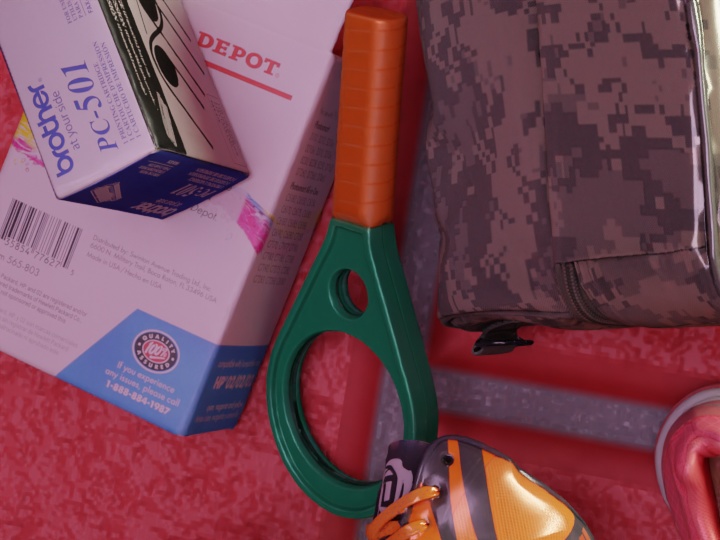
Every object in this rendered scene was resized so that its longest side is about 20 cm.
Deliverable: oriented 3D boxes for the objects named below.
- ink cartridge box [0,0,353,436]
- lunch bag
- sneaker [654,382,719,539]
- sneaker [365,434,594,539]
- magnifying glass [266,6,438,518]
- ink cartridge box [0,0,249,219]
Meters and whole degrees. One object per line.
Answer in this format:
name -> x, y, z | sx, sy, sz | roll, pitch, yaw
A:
ink cartridge box -> -0.072, -0.049, 0.790 | 0.115, 0.068, 0.201 | 24, 94, 15
lunch bag -> 0.091, -0.074, 0.714 | 0.167, 0.139, 0.201 | -7, 87, 42
sneaker -> 0.162, 0.137, 0.714 | 0.074, 0.087, 0.201 | -32, 81, 12
sneaker -> -0.007, 0.115, 0.682 | 0.199, 0.078, 0.113 | 4, 72, -18
magnifying glass -> 0.000, 0.000, 0.759 | 0.079, 0.022, 0.201 | 19, 115, 38
ink cartridge box -> -0.109, -0.121, 0.720 | 0.044, 0.094, 0.201 | -25, 80, 14
